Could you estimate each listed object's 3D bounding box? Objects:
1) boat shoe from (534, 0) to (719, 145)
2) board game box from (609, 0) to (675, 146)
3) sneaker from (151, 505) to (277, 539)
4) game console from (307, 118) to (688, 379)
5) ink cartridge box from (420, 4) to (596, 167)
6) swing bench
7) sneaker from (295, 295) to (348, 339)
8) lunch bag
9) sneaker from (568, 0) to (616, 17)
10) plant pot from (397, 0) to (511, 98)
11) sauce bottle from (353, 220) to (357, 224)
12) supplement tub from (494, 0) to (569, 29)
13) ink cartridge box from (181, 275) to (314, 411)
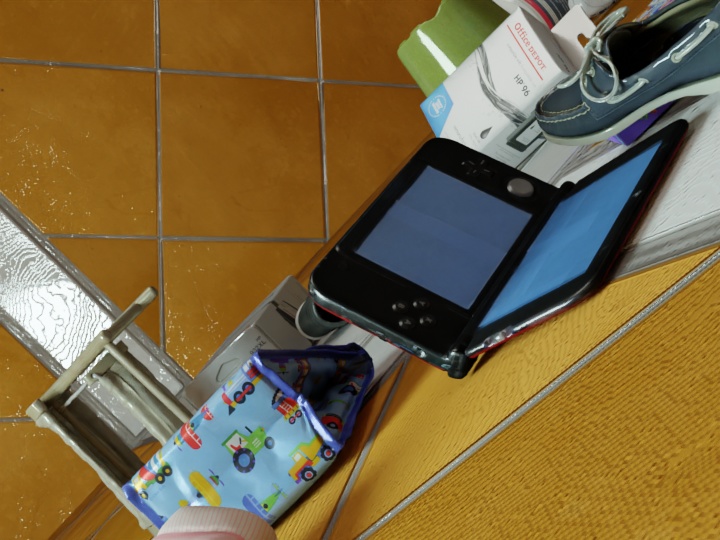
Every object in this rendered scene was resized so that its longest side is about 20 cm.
[{"bbox_3d":[0.184,-0.138,0.745,0.200,0.062,0.075,-13,49,56],"label":"boat shoe"},{"bbox_3d":[0.234,-0.170,0.910,0.134,0.045,0.200,-45,5,9],"label":"board game box"},{"bbox_3d":[-0.124,0.207,0.653,0.200,0.075,0.105,-35,13,23],"label":"sneaker"},{"bbox_3d":[0.088,-0.041,0.712,0.200,0.172,0.119,-50,-20,-43],"label":"game console"},{"bbox_3d":[0.171,-0.200,1.212,0.200,0.068,0.116,-43,50,24],"label":"ink cartridge box"},{"bbox_3d":[-0.240,0.167,1.215,0.200,0.199,0.130,-43,5,25],"label":"swing bench"},{"bbox_3d":[0.000,0.000,1.357,0.200,0.071,0.099,-53,8,-12],"label":"sneaker"},{"bbox_3d":[-0.064,0.129,0.861,0.151,0.094,0.200,-45,-7,15],"label":"lunch bag"},{"bbox_3d":[0.412,-0.482,1.745,0.200,0.075,0.115,-43,2,-5],"label":"sneaker"},{"bbox_3d":[0.149,-0.243,1.361,0.200,0.190,0.200,-45,6,6],"label":"plant pot"},{"bbox_3d":[0.060,-0.098,1.640,0.200,0.066,0.066,-49,6,-20],"label":"sauce bottle"},{"bbox_3d":[0.331,-0.479,1.937,0.200,0.140,0.140,-46,5,-12],"label":"supplement tub"},{"bbox_3d":[-0.132,0.108,1.456,0.145,0.084,0.200,-43,5,19],"label":"ink cartridge box"}]
